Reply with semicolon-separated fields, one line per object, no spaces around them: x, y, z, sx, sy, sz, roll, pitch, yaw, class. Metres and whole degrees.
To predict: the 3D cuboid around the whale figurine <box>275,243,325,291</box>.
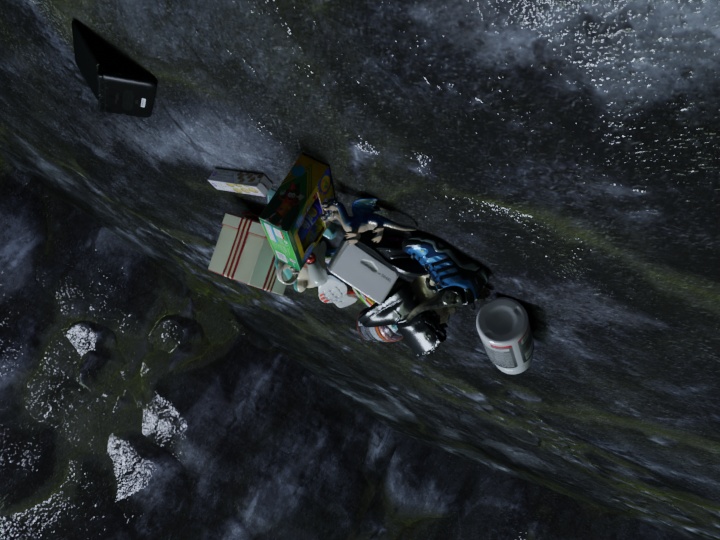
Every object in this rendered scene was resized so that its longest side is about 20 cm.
-0.171;-0.024;1.622;0.102;0.162;0.199;-7;171;27;whale figurine

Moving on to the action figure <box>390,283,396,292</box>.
0.095;0.072;1.628;0.199;0.118;0.055;36;127;12;action figure

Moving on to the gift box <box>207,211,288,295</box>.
-0.281;-0.053;1.728;0.183;0.189;0.200;18;178;27;gift box

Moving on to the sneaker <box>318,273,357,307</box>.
-0.070;0.037;1.650;0.200;0.076;0.083;50;-162;-67;sneaker

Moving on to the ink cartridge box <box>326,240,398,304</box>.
0.000;0.000;1.502;0.145;0.085;0.200;33;180;-5;ink cartridge box

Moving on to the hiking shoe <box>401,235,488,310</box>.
0.169;-0.003;1.320;0.198;0.087;0.075;28;162;7;hiking shoe

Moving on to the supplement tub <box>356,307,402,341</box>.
0.074;0.155;1.842;0.106;0.108;0.199;36;160;-19;supplement tub

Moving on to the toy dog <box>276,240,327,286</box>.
-0.142;-0.063;1.502;0.130;0.203;0.096;-2;-178;-13;toy dog

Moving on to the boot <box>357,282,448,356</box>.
0.100;0.131;1.479;0.163;0.073;0.198;51;132;-4;boot

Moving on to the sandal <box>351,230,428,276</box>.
0.070;-0.049;1.387;0.199;0.076;0.048;28;137;10;sandal

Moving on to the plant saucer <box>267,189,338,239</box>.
-0.147;-0.137;1.559;0.198;0.019;0.070;30;161;2;plant saucer

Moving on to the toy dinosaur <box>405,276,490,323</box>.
0.185;0.046;1.380;0.197;0.089;0.047;-15;169;0;toy dinosaur

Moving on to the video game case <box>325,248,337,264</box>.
-0.011;0.006;1.723;0.199;0.018;0.143;38;161;-23;video game case

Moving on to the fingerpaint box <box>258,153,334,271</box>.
-0.125;-0.118;1.339;0.073;0.168;0.200;26;161;13;fingerpaint box

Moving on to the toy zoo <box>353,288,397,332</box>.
0.038;0.093;1.703;0.200;0.020;0.132;43;172;35;toy zoo

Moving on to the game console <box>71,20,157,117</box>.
-0.541;-0.434;1.386;0.173;0.118;0.200;4;171;-22;game console

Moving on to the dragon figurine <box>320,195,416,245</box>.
0.012;-0.113;1.305;0.197;0.101;0.059;-8;154;5;dragon figurine

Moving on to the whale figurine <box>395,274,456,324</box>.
0.162;0.053;1.499;0.158;0.104;0.202;23;136;23;whale figurine

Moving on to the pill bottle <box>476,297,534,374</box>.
0.334;0.155;1.436;0.113;0.115;0.200;19;159;29;pill bottle

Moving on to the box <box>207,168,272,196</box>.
-0.297;-0.216;1.545;0.198;0.039;0.042;14;155;40;box
